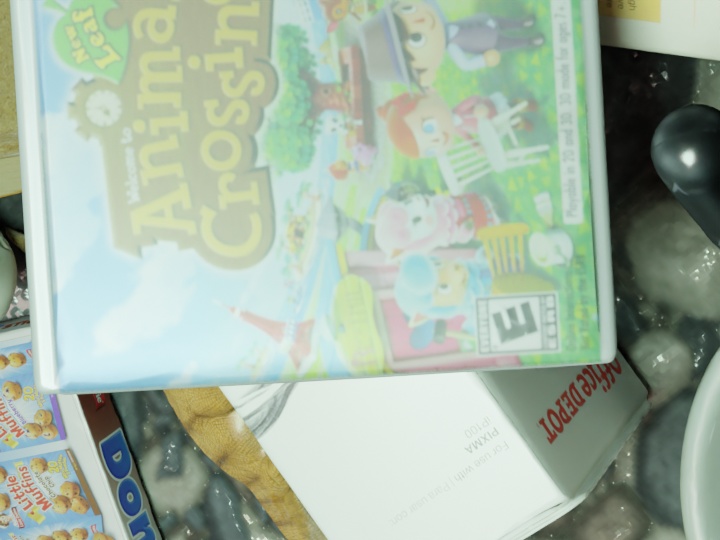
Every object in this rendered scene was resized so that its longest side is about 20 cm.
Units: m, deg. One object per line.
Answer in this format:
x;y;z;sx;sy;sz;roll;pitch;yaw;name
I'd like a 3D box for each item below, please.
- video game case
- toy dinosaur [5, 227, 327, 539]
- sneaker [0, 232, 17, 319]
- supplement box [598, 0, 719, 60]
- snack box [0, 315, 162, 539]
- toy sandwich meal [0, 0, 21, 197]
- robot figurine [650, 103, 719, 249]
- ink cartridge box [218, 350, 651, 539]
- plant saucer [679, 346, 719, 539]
-0.017;-0.066;0.887;0.181;0.022;0.201;-3;93;3;video game case
-0.056;0.037;1.081;0.200;0.060;0.106;49;124;4;toy dinosaur
-0.226;0.008;1.145;0.199;0.077;0.112;24;112;22;sneaker
0.099;-0.140;0.925;0.199;0.073;0.127;10;112;24;supplement box
-0.114;0.116;1.161;0.072;0.024;0.201;-12;103;31;snack box
-0.138;-0.127;1.016;0.070;0.204;0.206;22;125;61;toy sandwich meal
0.175;-0.016;0.811;0.125;0.200;0.150;-40;64;5;robot figurine
0.000;0.000;0.979;0.083;0.146;0.200;-35;90;20;ink cartridge box
0.208;0.077;0.964;0.199;0.050;0.201;10;114;24;plant saucer
